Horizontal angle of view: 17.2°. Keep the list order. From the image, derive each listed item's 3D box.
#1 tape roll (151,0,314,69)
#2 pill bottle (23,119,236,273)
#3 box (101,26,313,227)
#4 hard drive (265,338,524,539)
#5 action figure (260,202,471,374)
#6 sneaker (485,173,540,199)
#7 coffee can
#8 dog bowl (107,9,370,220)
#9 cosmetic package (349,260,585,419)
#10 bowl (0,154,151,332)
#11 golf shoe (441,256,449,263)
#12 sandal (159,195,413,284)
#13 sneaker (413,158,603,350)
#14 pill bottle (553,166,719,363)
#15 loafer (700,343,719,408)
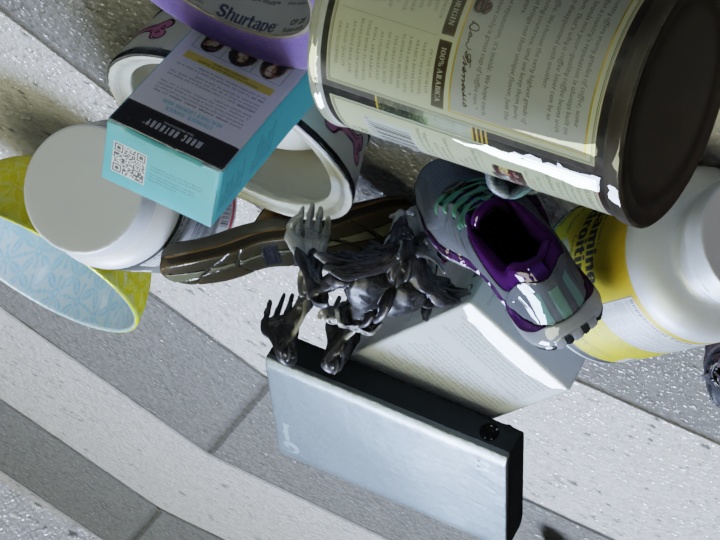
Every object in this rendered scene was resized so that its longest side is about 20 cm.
[{"bbox_3d":[-0.069,-0.214,1.437,0.199,0.085,0.200,25,160,10],"label":"tape roll"},{"bbox_3d":[-0.177,-0.056,1.832,0.113,0.115,0.200,23,-175,15],"label":"pill bottle"},{"bbox_3d":[-0.081,-0.115,1.524,0.082,0.200,0.049,25,134,12],"label":"box"},{"bbox_3d":[0.026,0.128,1.788,0.199,0.033,0.140,22,149,18],"label":"hard drive"},{"bbox_3d":[0.000,0.000,1.662,0.118,0.103,0.200,9,155,-23],"label":"action figure"},{"bbox_3d":[0.093,-0.090,1.500,0.079,0.096,0.200,34,160,-13],"label":"sneaker"},{"bbox_3d":[0.091,-0.124,1.344,0.199,0.147,0.147,20,159,25],"label":"coffee can"},{"bbox_3d":[-0.078,-0.121,1.696,0.199,0.074,0.200,25,161,9],"label":"dog bowl"},{"bbox_3d":[0.076,0.053,1.735,0.101,0.071,0.200,41,148,-15],"label":"cosmetic package"},{"bbox_3d":[-0.257,-0.044,2.085,0.199,0.108,0.200,26,160,10],"label":"bowl"},{"bbox_3d":[0.070,-0.004,1.802,0.199,0.076,0.092,-4,135,44],"label":"golf shoe"},{"bbox_3d":[-0.057,-0.034,1.805,0.198,0.055,0.082,-12,160,-2],"label":"sandal"},{"bbox_3d":[0.087,-0.036,1.538,0.200,0.074,0.088,47,172,47],"label":"sneaker"},{"bbox_3d":[0.202,-0.005,1.535,0.112,0.112,0.200,34,160,-15],"label":"pill bottle"},{"bbox_3d":[0.278,0.074,1.699,0.072,0.063,0.200,28,161,2],"label":"loafer"}]
